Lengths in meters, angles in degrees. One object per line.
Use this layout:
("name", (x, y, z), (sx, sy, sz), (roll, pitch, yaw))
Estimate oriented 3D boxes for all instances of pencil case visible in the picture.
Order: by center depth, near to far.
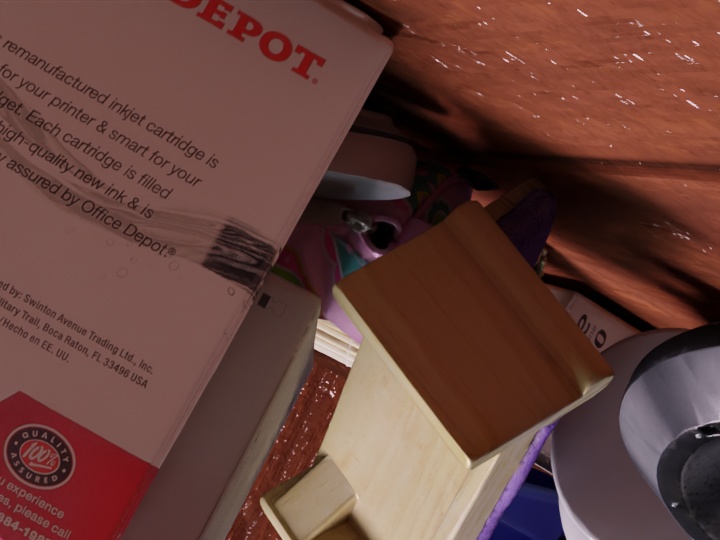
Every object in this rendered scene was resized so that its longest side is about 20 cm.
("pencil case", (-0.052, -0.043, 1.020), (0.199, 0.088, 0.087), (28, 175, 14))

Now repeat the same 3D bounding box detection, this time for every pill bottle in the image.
("pill bottle", (0.144, 0.092, 1.052), (0.119, 0.120, 0.200), (27, 175, 25))

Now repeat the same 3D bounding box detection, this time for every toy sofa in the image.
("toy sofa", (0.035, 0.059, 0.984), (0.083, 0.097, 0.200), (53, 154, 18))

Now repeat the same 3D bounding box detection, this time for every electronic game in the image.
("electronic game", (0.180, 0.074, 0.856), (0.199, 0.042, 0.200), (19, 154, 10))

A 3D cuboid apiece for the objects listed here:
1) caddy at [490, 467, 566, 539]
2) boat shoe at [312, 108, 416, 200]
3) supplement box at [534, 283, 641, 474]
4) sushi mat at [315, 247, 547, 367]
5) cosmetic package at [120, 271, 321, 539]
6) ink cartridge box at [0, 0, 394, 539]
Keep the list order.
("caddy", (0.101, 0.156, 1.201), (0.199, 0.105, 0.141), (30, -162, 2))
("boat shoe", (-0.072, -0.075, 0.946), (0.199, 0.066, 0.072), (14, 174, 13))
("supplement box", (0.139, 0.081, 1.243), (0.199, 0.074, 0.126), (31, 175, -19))
("sushi mat", (0.000, 0.000, 1.184), (0.199, 0.096, 0.012), (26, -149, 37))
("cosmetic package", (-0.128, 0.029, 0.997), (0.199, 0.123, 0.200), (28, 174, 3))
("ink cartridge box", (-0.100, -0.022, 0.850), (0.144, 0.201, 0.084), (29, 178, -3))
